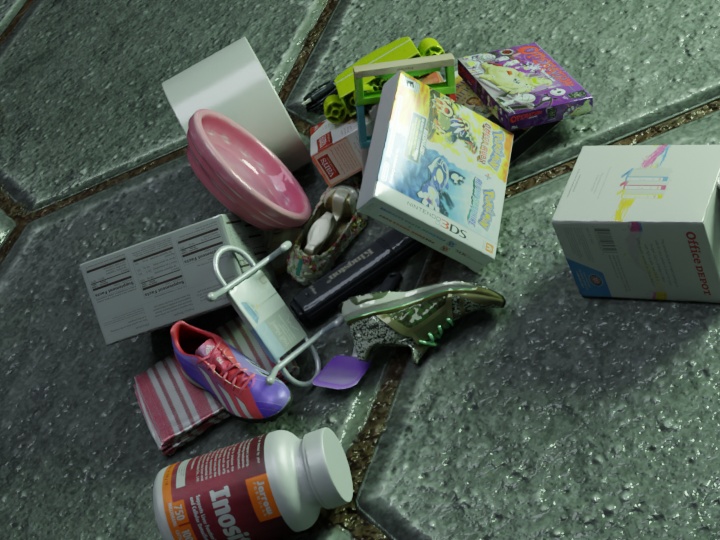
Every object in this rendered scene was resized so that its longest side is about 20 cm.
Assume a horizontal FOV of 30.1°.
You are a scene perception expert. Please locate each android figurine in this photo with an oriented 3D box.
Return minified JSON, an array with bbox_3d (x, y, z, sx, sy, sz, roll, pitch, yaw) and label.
[{"bbox_3d":[0.027,-0.262,1.816,0.182,0.041,0.200,-30,18,4],"label":"android figurine"}]

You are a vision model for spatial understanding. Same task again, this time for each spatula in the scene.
[{"bbox_3d":[0.007,0.072,1.640,0.056,0.021,0.200,8,51,28],"label":"spatula"}]

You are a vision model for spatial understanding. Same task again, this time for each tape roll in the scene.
[{"bbox_3d":[-0.176,-0.212,1.909,0.139,0.203,0.203,-28,39,0],"label":"tape roll"}]

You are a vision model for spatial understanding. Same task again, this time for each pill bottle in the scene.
[{"bbox_3d":[-0.116,0.241,1.463,0.199,0.113,0.113,-20,40,12],"label":"pill bottle"}]

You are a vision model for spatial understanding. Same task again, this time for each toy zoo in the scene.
[{"bbox_3d":[0.062,-0.178,1.741,0.131,0.201,0.020,-9,31,-4],"label":"toy zoo"}]

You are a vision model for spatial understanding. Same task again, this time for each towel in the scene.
[{"bbox_3d":[-0.183,0.136,1.685,0.200,0.030,0.146,-30,40,-5],"label":"towel"}]

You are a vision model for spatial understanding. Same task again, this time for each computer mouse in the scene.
[{"bbox_3d":[-0.004,-0.247,1.960,0.138,0.053,0.200,-30,39,-2],"label":"computer mouse"}]

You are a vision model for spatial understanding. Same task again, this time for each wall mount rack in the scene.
[{"bbox_3d":[-0.110,0.055,1.576,0.074,0.200,0.174,-34,3,43],"label":"wall mount rack"}]

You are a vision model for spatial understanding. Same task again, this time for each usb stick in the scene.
[{"bbox_3d":[0.000,0.000,1.712,0.200,0.033,0.055,-35,41,-6],"label":"usb stick"}]

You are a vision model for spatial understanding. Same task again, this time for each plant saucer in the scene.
[{"bbox_3d":[-0.152,-0.123,1.733,0.051,0.200,0.201,-45,36,17],"label":"plant saucer"}]

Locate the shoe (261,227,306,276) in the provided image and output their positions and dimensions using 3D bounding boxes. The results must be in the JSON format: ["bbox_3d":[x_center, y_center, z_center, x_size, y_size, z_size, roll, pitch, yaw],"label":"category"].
[{"bbox_3d":[-0.157,-0.023,1.812,0.199,0.053,0.070,-14,43,15],"label":"shoe"}]

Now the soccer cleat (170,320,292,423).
[{"bbox_3d":[-0.161,0.121,1.607,0.068,0.073,0.200,-43,42,-21],"label":"soccer cleat"}]

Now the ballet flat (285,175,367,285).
[{"bbox_3d":[-0.036,-0.064,1.769,0.075,0.064,0.200,19,54,9],"label":"ballet flat"}]

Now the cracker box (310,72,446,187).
[{"bbox_3d":[0.028,-0.201,1.816,0.200,0.058,0.134,-30,20,9],"label":"cracker box"}]

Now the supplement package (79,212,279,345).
[{"bbox_3d":[-0.229,0.007,1.726,0.199,0.111,0.156,-18,0,12],"label":"supplement package"}]

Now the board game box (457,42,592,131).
[{"bbox_3d":[0.218,-0.250,1.800,0.120,0.032,0.200,-10,32,-13],"label":"board game box"}]

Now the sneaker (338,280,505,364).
[{"bbox_3d":[0.076,0.066,1.589,0.199,0.077,0.089,-9,79,11],"label":"sneaker"}]

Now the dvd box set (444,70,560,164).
[{"bbox_3d":[0.164,-0.209,1.838,0.146,0.029,0.200,-39,41,-12],"label":"dvd box set"}]

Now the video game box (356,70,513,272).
[{"bbox_3d":[0.096,-0.123,1.655,0.047,0.182,0.201,-33,38,49],"label":"video game box"}]

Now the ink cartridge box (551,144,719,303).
[{"bbox_3d":[0.339,-0.053,1.494,0.199,0.129,0.125,3,49,32],"label":"ink cartridge box"}]
